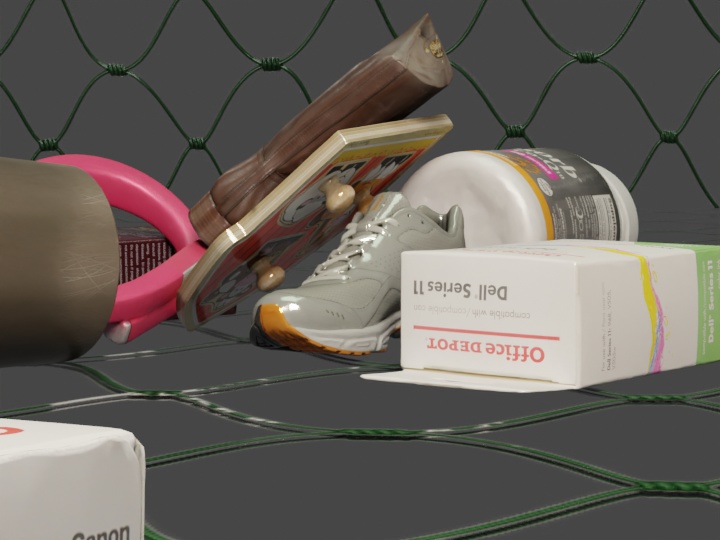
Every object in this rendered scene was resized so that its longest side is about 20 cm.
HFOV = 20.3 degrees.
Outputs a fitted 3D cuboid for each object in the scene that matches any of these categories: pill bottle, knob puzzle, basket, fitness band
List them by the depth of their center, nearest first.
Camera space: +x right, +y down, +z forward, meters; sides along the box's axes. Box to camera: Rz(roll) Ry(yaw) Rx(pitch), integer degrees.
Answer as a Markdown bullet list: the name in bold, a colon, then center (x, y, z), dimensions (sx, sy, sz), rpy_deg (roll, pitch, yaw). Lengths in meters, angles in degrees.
- **basket**: center (-0.241, -0.005, 1.082), dimensions (0.199, 0.137, 0.180), rpy_deg (1, 7, -41)
- **knob puzzle**: center (-0.038, -0.019, 1.267), dimensions (0.219, 0.031, 0.220), rpy_deg (-37, -9, -7)
- **fitness band**: center (-0.176, -0.016, 1.284), dimensions (0.143, 0.038, 0.200), rpy_deg (28, 29, 15)
- **pill bottle**: center (0.111, -0.026, 1.378), dimensions (0.115, 0.118, 0.200), rpy_deg (2, 5, 29)

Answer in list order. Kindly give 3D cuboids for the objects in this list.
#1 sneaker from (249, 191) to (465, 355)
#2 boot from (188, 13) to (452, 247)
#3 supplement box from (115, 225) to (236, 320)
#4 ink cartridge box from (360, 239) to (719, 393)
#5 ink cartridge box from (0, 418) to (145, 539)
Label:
- **sneaker**: center (0.000, 0.000, 1.206), dimensions (0.075, 0.093, 0.199), rpy_deg (3, 6, 32)
- **boot**: center (-0.003, -0.092, 1.328), dimensions (0.200, 0.064, 0.186), rpy_deg (-42, -4, 20)
- **supplement box**: center (-0.194, 0.005, 1.376), dimensions (0.199, 0.062, 0.108), rpy_deg (-5, 7, -39)
- **ink cartridge box**: center (0.100, 0.021, 1.072), dimensions (0.116, 0.068, 0.199), rpy_deg (3, 5, 38)
- **ink cartridge box**: center (-0.156, 0.069, 0.354), dimensions (0.198, 0.085, 0.144), rpy_deg (1, 4, 31)
